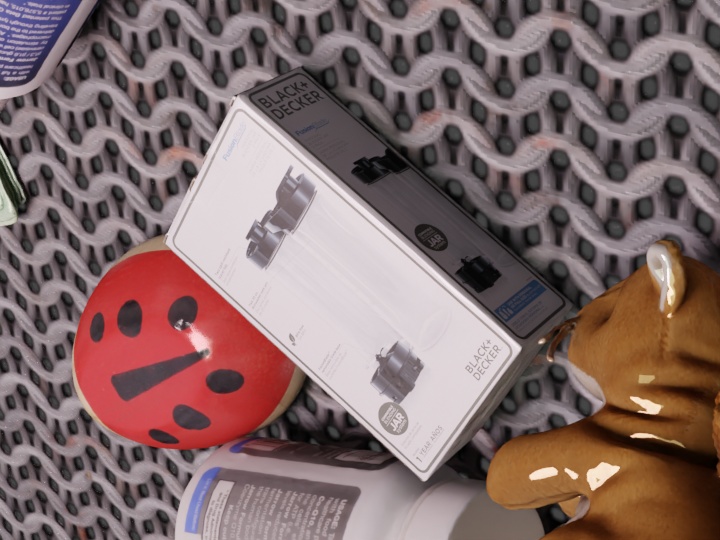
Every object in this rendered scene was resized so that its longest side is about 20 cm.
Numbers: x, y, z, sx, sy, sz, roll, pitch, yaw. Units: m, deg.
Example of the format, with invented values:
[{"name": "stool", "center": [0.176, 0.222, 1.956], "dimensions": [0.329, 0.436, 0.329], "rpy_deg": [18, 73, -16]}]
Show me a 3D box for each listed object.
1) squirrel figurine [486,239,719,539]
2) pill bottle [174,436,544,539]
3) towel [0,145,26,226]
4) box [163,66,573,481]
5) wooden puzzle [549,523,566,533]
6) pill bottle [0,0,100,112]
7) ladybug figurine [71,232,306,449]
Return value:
[{"name": "squirrel figurine", "center": [0.153, 0.084, 0.704], "dimensions": [0.141, 0.187, 0.200], "rpy_deg": [28, 158, -36]}, {"name": "pill bottle", "center": [-0.001, 0.158, 0.927], "dimensions": [0.200, 0.114, 0.114], "rpy_deg": [2, 116, 43]}, {"name": "towel", "center": [-0.318, -0.083, 1.116], "dimensions": [0.200, 0.023, 0.153], "rpy_deg": [-15, 104, 44]}, {"name": "box", "center": [0.000, 0.000, 0.871], "dimensions": [0.200, 0.060, 0.117], "rpy_deg": [41, 129, 13]}, {"name": "wooden puzzle", "center": [0.155, 0.237, 0.830], "dimensions": [0.185, 0.037, 0.201], "rpy_deg": [-3, 88, 64]}, {"name": "pill bottle", "center": [-0.202, -0.165, 0.908], "dimensions": [0.111, 0.111, 0.200], "rpy_deg": [49, 135, 4]}, {"name": "ladybug figurine", "center": [-0.110, 0.049, 0.989], "dimensions": [0.200, 0.072, 0.136], "rpy_deg": [-29, 95, 45]}]
